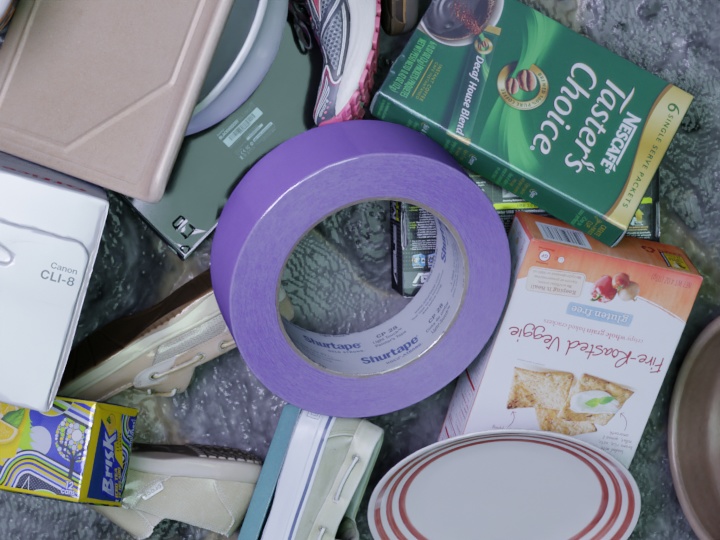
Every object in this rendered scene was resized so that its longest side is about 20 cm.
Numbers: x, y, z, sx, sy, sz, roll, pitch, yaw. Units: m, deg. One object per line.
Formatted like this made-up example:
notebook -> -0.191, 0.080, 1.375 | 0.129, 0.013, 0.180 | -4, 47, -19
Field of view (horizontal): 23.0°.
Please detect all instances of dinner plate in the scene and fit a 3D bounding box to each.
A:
dinner plate -> 0.105, 0.172, 1.302 | 0.200, 0.024, 0.200 | 0, 138, 0

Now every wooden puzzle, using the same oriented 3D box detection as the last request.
wooden puzzle -> -0.162, -0.150, 1.166 | 0.037, 0.200, 0.185 | 23, 87, -52

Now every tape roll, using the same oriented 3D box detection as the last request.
tape roll -> 0.000, 0.000, 1.226 | 0.200, 0.066, 0.200 | -7, 116, -15

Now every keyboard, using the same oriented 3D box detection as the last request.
keyboard -> -0.069, -0.087, 1.295 | 0.200, 0.021, 0.127 | -45, 96, -1

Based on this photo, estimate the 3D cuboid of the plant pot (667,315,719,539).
plant pot -> 0.357, 0.124, 1.317 | 0.174, 0.200, 0.201 | 1, 97, -27

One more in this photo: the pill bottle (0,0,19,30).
pill bottle -> -0.277, -0.197, 1.154 | 0.116, 0.200, 0.117 | -1, 97, -9

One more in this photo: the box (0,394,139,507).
box -> -0.257, 0.113, 1.212 | 0.200, 0.064, 0.070 | 6, 81, 22

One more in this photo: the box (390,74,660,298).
box -> 0.122, -0.065, 1.316 | 0.200, 0.044, 0.161 | -3, 97, -9

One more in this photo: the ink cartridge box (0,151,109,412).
ink cartridge box -> -0.255, -0.007, 1.181 | 0.145, 0.200, 0.145 | 15, 94, -11

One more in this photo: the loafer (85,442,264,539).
loafer -> -0.169, 0.158, 1.279 | 0.200, 0.076, 0.068 | 5, 90, -11

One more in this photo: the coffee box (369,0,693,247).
coffee box -> 0.123, -0.117, 1.255 | 0.200, 0.044, 0.123 | 30, 71, 2

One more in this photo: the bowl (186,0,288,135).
bowl -> -0.122, -0.172, 1.218 | 0.090, 0.201, 0.201 | 24, 94, -55

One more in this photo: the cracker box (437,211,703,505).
cracker box -> 0.151, 0.068, 1.301 | 0.134, 0.058, 0.200 | 12, 113, -13

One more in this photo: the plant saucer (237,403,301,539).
plant saucer -> -0.070, 0.187, 1.307 | 0.019, 0.070, 0.200 | 21, 94, 16

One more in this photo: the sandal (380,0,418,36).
sandal -> 0.051, -0.264, 1.256 | 0.054, 0.082, 0.200 | 6, 91, -7

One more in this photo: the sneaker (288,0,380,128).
sneaker -> -0.023, -0.190, 1.252 | 0.075, 0.081, 0.200 | -1, 73, -2

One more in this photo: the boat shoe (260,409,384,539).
boat shoe -> -0.033, 0.191, 1.285 | 0.062, 0.072, 0.200 | 19, 113, 14

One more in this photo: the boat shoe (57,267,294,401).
boat shoe -> -0.142, 0.061, 1.275 | 0.200, 0.072, 0.065 | -32, 110, -4
